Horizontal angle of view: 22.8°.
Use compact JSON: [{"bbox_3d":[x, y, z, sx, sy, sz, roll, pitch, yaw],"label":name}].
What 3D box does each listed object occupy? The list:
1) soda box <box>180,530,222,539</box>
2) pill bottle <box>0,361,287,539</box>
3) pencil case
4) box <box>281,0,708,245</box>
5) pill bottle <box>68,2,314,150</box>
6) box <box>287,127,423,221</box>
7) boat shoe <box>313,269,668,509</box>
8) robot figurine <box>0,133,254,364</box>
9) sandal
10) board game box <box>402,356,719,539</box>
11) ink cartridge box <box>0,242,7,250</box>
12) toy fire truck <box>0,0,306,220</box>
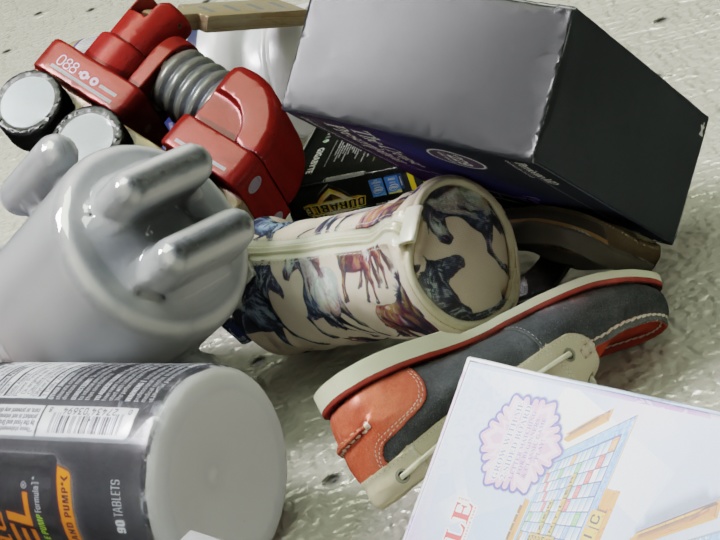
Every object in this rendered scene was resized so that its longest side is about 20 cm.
[{"bbox_3d":[-0.103,0.195,0.716,0.063,0.068,0.200,8,39,45],"label":"soda box"},{"bbox_3d":[-0.143,0.098,0.886,0.199,0.107,0.106,-2,32,35],"label":"pill bottle"},{"bbox_3d":[0.000,0.000,0.938,0.200,0.089,0.078,-10,68,56],"label":"pencil case"},{"bbox_3d":[0.074,-0.079,0.903,0.141,0.079,0.200,12,-4,30],"label":"box"},{"bbox_3d":[-0.113,-0.123,1.265,0.199,0.120,0.120,-10,28,21],"label":"pill bottle"},{"bbox_3d":[0.050,-0.095,1.168,0.159,0.049,0.200,-9,29,20],"label":"box"},{"bbox_3d":[0.073,0.053,0.852,0.199,0.063,0.071,-18,-22,-30],"label":"boat shoe"},{"bbox_3d":[-0.136,0.009,0.962,0.113,0.170,0.200,-24,-10,-42],"label":"robot figurine"},{"bbox_3d":[0.082,-0.005,0.962,0.082,0.055,0.200,15,-3,-35],"label":"sandal"},{"bbox_3d":[0.083,0.141,0.590,0.199,0.041,0.201,11,76,47],"label":"board game box"},{"bbox_3d":[-0.252,0.025,1.086,0.199,0.039,0.099,-20,-11,-26],"label":"ink cartridge box"},{"bbox_3d":[-0.095,-0.107,1.111,0.176,0.129,0.200,32,77,25],"label":"toy fire truck"}]
